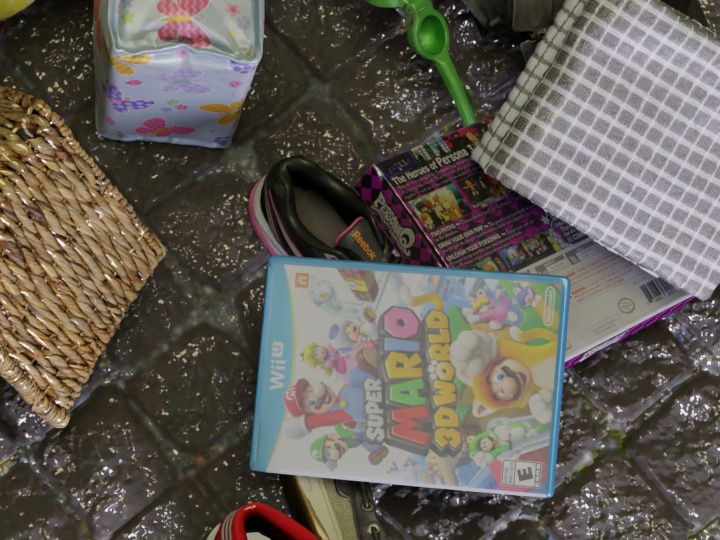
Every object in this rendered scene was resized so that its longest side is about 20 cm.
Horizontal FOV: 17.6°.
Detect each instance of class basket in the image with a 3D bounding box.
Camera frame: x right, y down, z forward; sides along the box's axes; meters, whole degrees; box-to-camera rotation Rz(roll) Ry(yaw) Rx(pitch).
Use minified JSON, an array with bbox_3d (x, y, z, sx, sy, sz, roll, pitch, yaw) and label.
[{"bbox_3d":[-0.247,-0.017,1.503,0.143,0.200,0.149,19,70,30],"label":"basket"}]

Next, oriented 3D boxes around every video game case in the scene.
[{"bbox_3d":[0.118,-0.022,1.600,0.200,0.036,0.181,-25,76,-40],"label":"video game case"},{"bbox_3d":[0.032,0.068,1.514,0.200,0.018,0.143,4,86,11],"label":"video game case"}]

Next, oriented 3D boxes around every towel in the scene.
[{"bbox_3d":[0.200,-0.089,1.561,0.200,0.086,0.166,28,96,-18],"label":"towel"}]

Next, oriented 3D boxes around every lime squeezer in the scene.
[{"bbox_3d":[0.028,-0.170,1.657,0.200,0.071,0.038,44,32,7],"label":"lime squeezer"}]

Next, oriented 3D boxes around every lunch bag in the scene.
[{"bbox_3d":[-0.120,-0.206,1.598,0.127,0.170,0.200,2,71,-9],"label":"lunch bag"}]

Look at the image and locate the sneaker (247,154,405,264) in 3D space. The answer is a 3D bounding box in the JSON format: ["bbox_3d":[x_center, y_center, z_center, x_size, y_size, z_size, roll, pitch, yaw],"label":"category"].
[{"bbox_3d":[0.000,0.000,1.591,0.200,0.086,0.080,40,73,6],"label":"sneaker"}]

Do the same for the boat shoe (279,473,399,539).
[{"bbox_3d":[0.009,0.198,1.535,0.065,0.073,0.200,-22,75,-11],"label":"boat shoe"}]

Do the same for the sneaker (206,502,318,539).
[{"bbox_3d":[-0.041,0.241,1.491,0.078,0.116,0.200,-29,78,-15],"label":"sneaker"}]

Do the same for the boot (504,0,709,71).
[{"bbox_3d":[0.179,-0.160,1.649,0.132,0.200,0.070,-19,41,13],"label":"boot"}]

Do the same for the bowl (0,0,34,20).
[{"bbox_3d":[-0.238,-0.248,1.602,0.108,0.200,0.200,18,69,-26],"label":"bowl"}]

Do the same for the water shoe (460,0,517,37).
[{"bbox_3d":[0.115,-0.203,1.694,0.200,0.072,0.079,21,97,-1],"label":"water shoe"}]
